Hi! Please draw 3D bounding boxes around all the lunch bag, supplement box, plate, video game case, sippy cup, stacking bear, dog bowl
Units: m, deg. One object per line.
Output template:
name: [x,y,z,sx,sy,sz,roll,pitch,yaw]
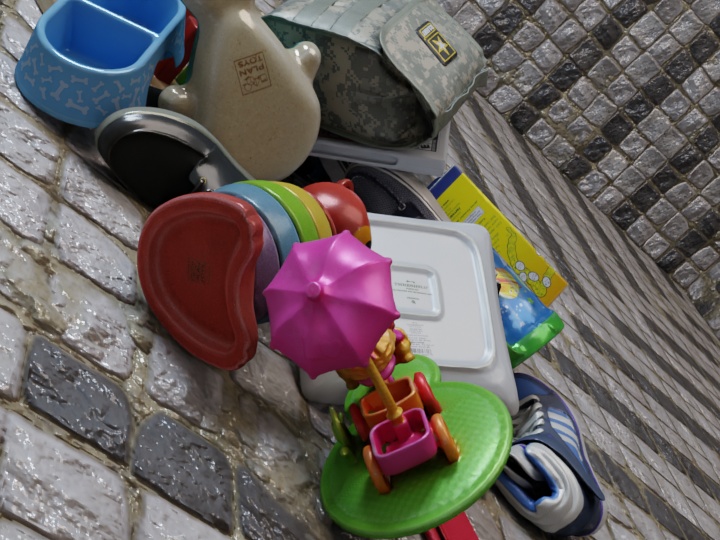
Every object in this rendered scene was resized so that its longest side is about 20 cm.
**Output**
lunch bag: [0.017,-0.203,1.095,0.198,0.119,0.164,19,34,15]
supplement box: [0.136,-0.013,1.362,0.200,0.110,0.109,46,-9,-3]
plate: [0.041,0.026,0.977,0.197,0.032,0.202,7,55,-18]
video game case: [0.004,-0.161,1.159,0.179,0.023,0.201,10,32,2]
sippy cup: [0.127,0.044,1.195,0.131,0.139,0.178,55,-27,3]
stacking bear: [-0.063,-0.018,0.857,0.113,0.123,0.199,17,22,31]
dog bowl: [-0.215,-0.199,0.959,0.110,0.050,0.201,25,39,-3]

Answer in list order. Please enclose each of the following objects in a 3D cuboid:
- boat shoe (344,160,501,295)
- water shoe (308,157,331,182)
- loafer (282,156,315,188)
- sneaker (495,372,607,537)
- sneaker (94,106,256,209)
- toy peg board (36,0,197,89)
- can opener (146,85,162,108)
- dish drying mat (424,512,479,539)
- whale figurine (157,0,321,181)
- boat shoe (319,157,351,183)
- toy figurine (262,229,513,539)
boat shoe: [0.040,-0.026,1.068,0.200,0.075,0.092,43,41,16]
water shoe: [-0.071,-0.160,1.245,0.079,0.072,0.200,37,-6,48]
loafer: [-0.076,-0.102,1.157,0.068,0.071,0.201,23,24,-54]
sneaker: [0.171,0.173,1.130,0.146,0.080,0.202,32,28,-52]
sneaker: [-0.129,-0.053,0.926,0.199,0.075,0.107,32,24,-39]
toy peg board: [-0.228,-0.273,1.141,0.198,0.098,0.201,21,30,-55]
can opener: [-0.181,-0.140,1.067,0.066,0.054,0.199,15,2,29]
dish drying mat: [0.061,0.188,0.940,0.077,0.018,0.201,30,24,-47]
whale figurine: [-0.113,-0.176,1.001,0.104,0.158,0.202,36,-35,56]
boat shoe: [-0.013,-0.153,1.218,0.069,0.056,0.201,54,17,-29]
toy figurine: [0.002,0.051,0.783,0.201,0.149,0.186,-107,172,-62]
